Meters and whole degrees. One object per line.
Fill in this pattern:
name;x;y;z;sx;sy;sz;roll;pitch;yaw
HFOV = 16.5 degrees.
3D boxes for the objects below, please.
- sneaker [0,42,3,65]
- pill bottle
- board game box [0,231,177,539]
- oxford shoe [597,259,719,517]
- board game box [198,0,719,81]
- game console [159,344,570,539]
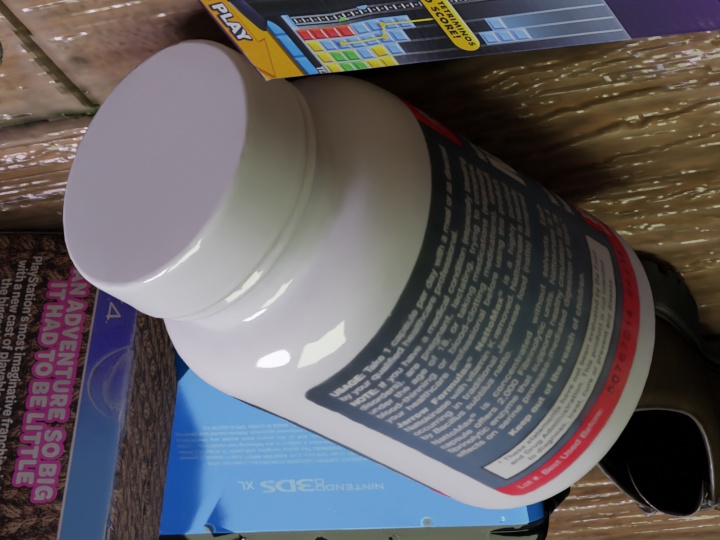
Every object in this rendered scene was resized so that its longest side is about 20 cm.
sneaker;-0.167;-0.110;0.660;0.077;0.112;0.200;-6;177;19
pill bottle;0.000;0.000;0.873;0.119;0.120;0.200;-20;145;38
board game box;-0.181;0.073;0.968;0.200;0.160;0.097;1;138;4
oxford shoe;0.133;0.072;1.046;0.073;0.085;0.200;-16;150;29
board game box;-0.004;-0.131;0.556;0.165;0.057;0.200;-2;142;41
game console;-0.014;0.068;1.122;0.200;0.118;0.171;-3;122;10
